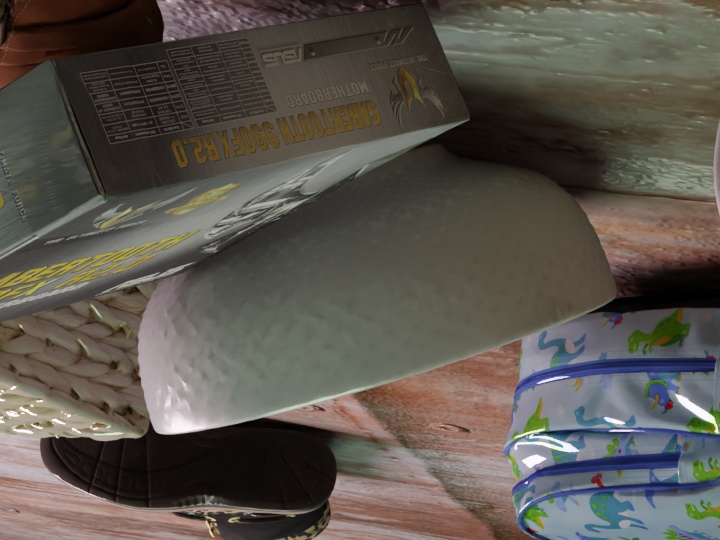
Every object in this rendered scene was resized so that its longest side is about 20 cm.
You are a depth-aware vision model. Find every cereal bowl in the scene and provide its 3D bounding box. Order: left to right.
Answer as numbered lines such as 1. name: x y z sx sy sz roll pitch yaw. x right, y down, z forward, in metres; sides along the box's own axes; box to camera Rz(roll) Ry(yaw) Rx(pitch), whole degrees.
1. cereal bowl: 0.000 0.000 1.022 0.199 0.084 0.200 -15 -179 0

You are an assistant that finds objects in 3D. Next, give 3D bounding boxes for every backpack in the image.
1. backpack: 0.160 0.072 1.168 0.199 0.155 0.163 15 177 39

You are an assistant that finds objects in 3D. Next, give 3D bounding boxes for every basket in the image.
1. basket: -0.190 0.004 1.154 0.199 0.124 0.135 -2 161 36

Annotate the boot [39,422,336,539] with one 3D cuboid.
1. boot: -0.110 0.142 1.698 0.198 0.074 0.151 4 164 4

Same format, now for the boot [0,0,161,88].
1. boot: -0.167 -0.099 0.853 0.198 0.074 0.155 1 167 -9

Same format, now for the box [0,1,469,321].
1. box: -0.081 -0.031 0.856 0.158 0.049 0.199 -26 174 37

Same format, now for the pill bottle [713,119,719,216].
1. pill bottle: 0.222 -0.022 0.802 0.199 0.114 0.113 18 163 -26
